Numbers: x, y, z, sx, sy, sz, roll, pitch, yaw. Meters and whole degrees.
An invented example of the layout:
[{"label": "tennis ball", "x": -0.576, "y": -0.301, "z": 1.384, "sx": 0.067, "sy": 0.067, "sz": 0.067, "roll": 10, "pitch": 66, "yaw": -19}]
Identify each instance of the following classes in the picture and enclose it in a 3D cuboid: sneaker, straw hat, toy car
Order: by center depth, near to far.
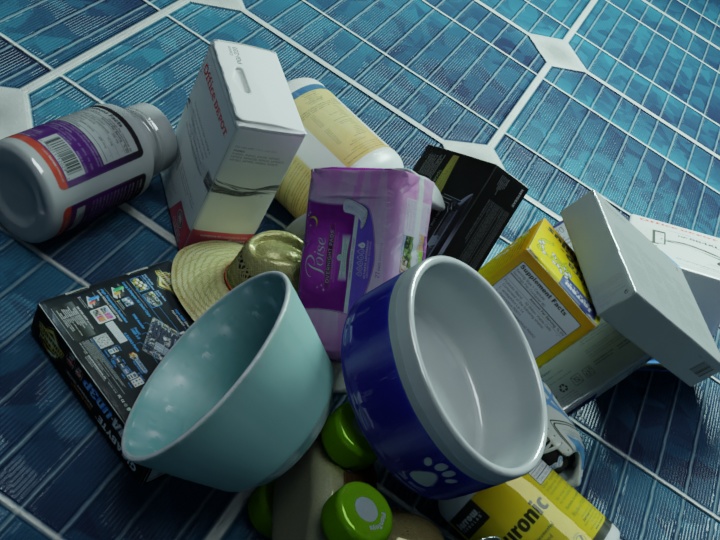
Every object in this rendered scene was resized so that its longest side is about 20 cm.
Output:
[{"label": "toy car", "x": 0.022, "y": 0.236, "z": 0.864, "sx": 0.200, "sy": 0.164, "sz": 0.158, "roll": 24, "pitch": 40, "yaw": -23}, {"label": "straw hat", "x": -0.090, "y": 0.006, "z": 1.024, "sx": 0.201, "sy": 0.085, "sz": 0.201, "roll": 25, "pitch": 32, "yaw": -17}, {"label": "sneaker", "x": 0.188, "y": 0.172, "z": 1.032, "sx": 0.200, "sy": 0.072, "sz": 0.073, "roll": 44, "pitch": 20, "yaw": -42}]

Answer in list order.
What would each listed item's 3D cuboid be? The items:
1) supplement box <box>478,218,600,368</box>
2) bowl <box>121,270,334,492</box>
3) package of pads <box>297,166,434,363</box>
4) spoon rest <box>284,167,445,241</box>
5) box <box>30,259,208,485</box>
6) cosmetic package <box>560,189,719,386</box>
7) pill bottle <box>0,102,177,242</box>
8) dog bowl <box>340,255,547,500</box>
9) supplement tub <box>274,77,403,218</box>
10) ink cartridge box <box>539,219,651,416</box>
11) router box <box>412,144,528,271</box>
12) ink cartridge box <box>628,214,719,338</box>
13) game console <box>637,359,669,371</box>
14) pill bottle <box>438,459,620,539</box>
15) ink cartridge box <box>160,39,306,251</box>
[{"label": "supplement box", "x": 0.153, "y": 0.056, "z": 1.058, "sx": 0.109, "sy": 0.200, "sz": 0.110, "roll": 48, "pitch": 28, "yaw": -3}, {"label": "bowl", "x": -0.099, "y": 0.109, "z": 0.838, "sx": 0.105, "sy": 0.201, "sz": 0.201, "roll": 43, "pitch": 36, "yaw": -20}, {"label": "package of pads", "x": 0.000, "y": 0.000, "z": 0.966, "sx": 0.120, "sy": 0.201, "sz": 0.076, "roll": 5, "pitch": -3, "yaw": 32}, {"label": "spoon rest", "x": 0.001, "y": -0.058, "z": 1.063, "sx": 0.099, "sy": 0.200, "sz": 0.061, "roll": 23, "pitch": 53, "yaw": -45}, {"label": "box", "x": -0.200, "y": 0.091, "z": 0.952, "sx": 0.159, "sy": 0.046, "sz": 0.200, "roll": -23, "pitch": 63, "yaw": -44}, {"label": "cosmetic package", "x": 0.309, "y": 0.021, "z": 1.065, "sx": 0.200, "sy": 0.052, "sz": 0.151, "roll": 33, "pitch": 35, "yaw": -36}, {"label": "pill bottle", "x": -0.296, "y": -0.116, "z": 1.054, "sx": 0.111, "sy": 0.112, "sz": 0.200, "roll": 41, "pitch": 41, "yaw": 12}, {"label": "dog bowl", "x": 0.076, "y": 0.093, "z": 0.847, "sx": 0.200, "sy": 0.079, "sz": 0.201, "roll": 34, "pitch": 41, "yaw": -36}, {"label": "supplement tub", "x": -0.039, "y": -0.123, "z": 1.193, "sx": 0.200, "sy": 0.145, "sz": 0.145, "roll": 45, "pitch": 42, "yaw": 15}, {"label": "ink cartridge box", "x": 0.235, "y": 0.064, "z": 1.175, "sx": 0.196, "sy": 0.043, "sz": 0.200, "roll": -32, "pitch": 65, "yaw": -9}, {"label": "router box", "x": 0.074, "y": -0.031, "z": 1.059, "sx": 0.052, "sy": 0.200, "sz": 0.157, "roll": 32, "pitch": 1, "yaw": -28}, {"label": "ink cartridge box", "x": 0.423, "y": 0.002, "z": 1.333, "sx": 0.146, "sy": 0.085, "sz": 0.200, "roll": 17, "pitch": 23, "yaw": 11}, {"label": "game console", "x": 0.393, "y": 0.075, "z": 1.273, "sx": 0.199, "sy": 0.118, "sz": 0.171, "roll": -1, "pitch": 56, "yaw": -33}, {"label": "pill bottle", "x": 0.148, "y": 0.233, "z": 0.971, "sx": 0.200, "sy": 0.111, "sz": 0.111, "roll": 41, "pitch": 41, "yaw": 13}, {"label": "ink cartridge box", "x": -0.149, "y": -0.134, "z": 1.093, "sx": 0.085, "sy": 0.200, "sz": 0.146, "roll": 3, "pitch": 48, "yaw": -29}]
